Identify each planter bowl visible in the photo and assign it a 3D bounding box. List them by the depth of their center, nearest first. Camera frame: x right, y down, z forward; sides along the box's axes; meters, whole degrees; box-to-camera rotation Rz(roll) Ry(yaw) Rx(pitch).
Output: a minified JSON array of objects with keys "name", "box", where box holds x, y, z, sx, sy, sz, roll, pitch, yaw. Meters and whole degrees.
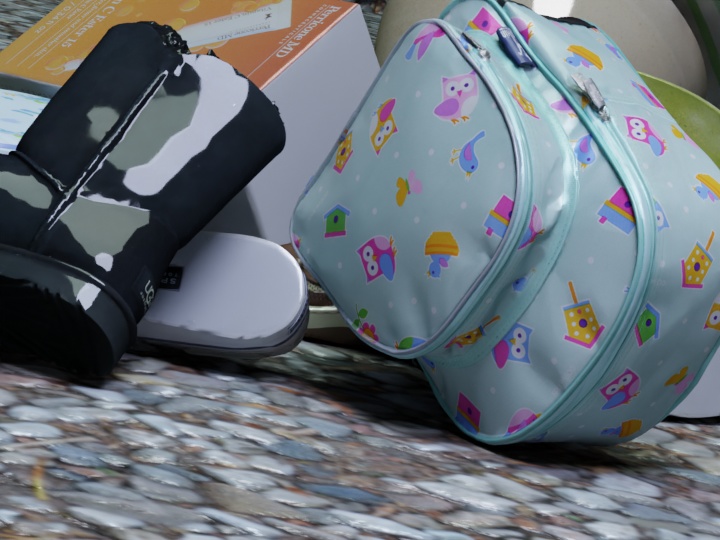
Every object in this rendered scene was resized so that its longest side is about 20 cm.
[{"name":"planter bowl","box":[0.086,-0.097,1.758,0.200,0.135,0.200,26,-29,15]}]

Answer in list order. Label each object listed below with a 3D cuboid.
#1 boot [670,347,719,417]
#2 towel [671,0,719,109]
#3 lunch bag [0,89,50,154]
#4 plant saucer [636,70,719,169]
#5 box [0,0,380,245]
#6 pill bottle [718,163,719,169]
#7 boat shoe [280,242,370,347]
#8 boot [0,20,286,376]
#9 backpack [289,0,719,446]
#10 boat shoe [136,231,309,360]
[{"name":"boot","box":[0.167,0.041,1.594,0.200,0.074,0.095,16,-2,-37]},{"name":"towel","box":[0.170,-0.126,1.788,0.200,0.023,0.153,13,-34,37]},{"name":"lunch bag","box":[-0.189,-0.047,1.574,0.160,0.083,0.200,17,10,35]},{"name":"plant saucer","box":[0.111,-0.057,1.598,0.199,0.031,0.200,5,31,-3]},{"name":"box","box":[-0.098,-0.096,1.713,0.200,0.098,0.124,14,46,39]},{"name":"pill bottle","box":[0.282,-0.006,1.671,0.116,0.117,0.200,19,-15,36]},{"name":"boat shoe","box":[0.001,-0.001,1.565,0.202,0.075,0.075,13,9,4]},{"name":"boot","box":[-0.153,-0.050,1.384,0.200,0.077,0.168,20,52,18]},{"name":"backpack","box":[0.076,-0.016,1.402,0.153,0.176,0.200,5,37,-50]},{"name":"boat shoe","box":[-0.120,0.004,1.442,0.199,0.071,0.070,10,-19,7]}]
